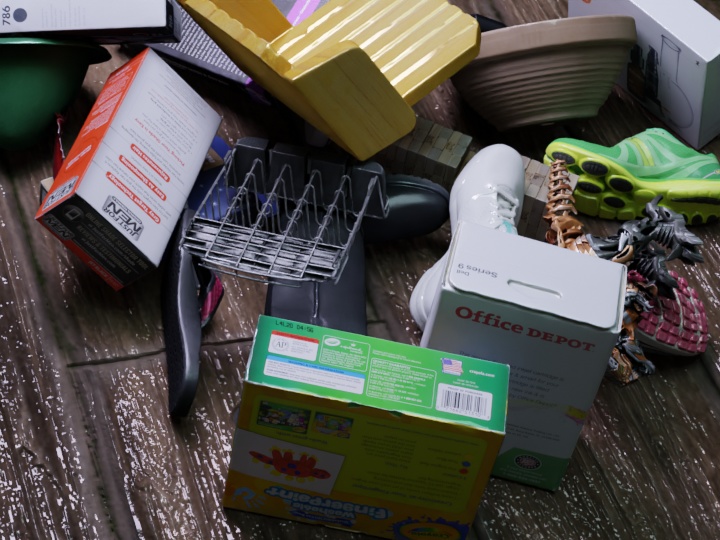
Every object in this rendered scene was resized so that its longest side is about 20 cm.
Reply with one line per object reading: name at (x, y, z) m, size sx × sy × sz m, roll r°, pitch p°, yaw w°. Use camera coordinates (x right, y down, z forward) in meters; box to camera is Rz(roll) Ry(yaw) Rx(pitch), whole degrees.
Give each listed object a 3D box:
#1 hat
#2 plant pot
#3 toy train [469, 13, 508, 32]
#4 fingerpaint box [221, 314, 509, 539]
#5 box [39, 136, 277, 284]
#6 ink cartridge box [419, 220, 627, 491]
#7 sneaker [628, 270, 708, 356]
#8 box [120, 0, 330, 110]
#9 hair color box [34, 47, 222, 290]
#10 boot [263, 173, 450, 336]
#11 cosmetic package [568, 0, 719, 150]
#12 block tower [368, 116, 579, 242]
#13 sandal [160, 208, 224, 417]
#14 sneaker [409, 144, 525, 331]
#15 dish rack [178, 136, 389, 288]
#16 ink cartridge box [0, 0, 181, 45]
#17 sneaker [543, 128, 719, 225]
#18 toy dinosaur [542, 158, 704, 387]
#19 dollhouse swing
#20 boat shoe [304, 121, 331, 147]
hat at (-0.311, -0.117, 1.623) m, size 0.165 × 0.200 × 0.177 m, roll -4°, pitch 89°, yaw 8°
plant pot at (0.180, -0.190, 1.745) m, size 0.200 × 0.201 × 0.093 m, roll -8°, pitch 89°, yaw -21°
toy train at (0.070, -0.261, 1.791) m, size 0.199 × 0.046 × 0.034 m, roll 13°, pitch 83°, yaw -29°
fingerpaint box at (0.002, 0.130, 1.372) m, size 0.199 × 0.167 × 0.074 m, roll 11°, pitch 47°, yaw -2°
box at (-0.179, -0.069, 1.616) m, size 0.200 × 0.032 × 0.121 m, roll -24°, pitch 56°, yaw -32°
ink cartridge box at (0.121, 0.072, 1.433) m, size 0.145 × 0.200 × 0.088 m, roll 14°, pitch 45°, yaw 1°
sneaker at (0.225, 0.035, 1.589) m, size 0.199 × 0.075 × 0.081 m, roll 15°, pitch 58°, yaw -17°
box at (-0.131, -0.255, 1.743) m, size 0.199 × 0.036 × 0.143 m, roll 24°, pitch 73°, yaw 21°
hair color box at (-0.199, -0.091, 1.535) m, size 0.102 × 0.061 × 0.200 m, roll 44°, pitch 40°, yaw -24°
boot at (-0.001, 0.000, 1.565) m, size 0.164 × 0.066 × 0.200 m, roll 2°, pitch 42°, yaw 1°
cosmetic package at (0.297, -0.237, 1.805) m, size 0.052 × 0.151 × 0.200 m, roll -36°, pitch 61°, yaw -17°
block tower at (0.105, -0.091, 1.689) m, size 0.199 × 0.058 × 0.054 m, roll 20°, pitch 46°, yaw 9°
sandal at (-0.141, 0.037, 1.499) m, size 0.045 × 0.075 × 0.201 m, roll 6°, pitch 53°, yaw -17°
sneaker at (0.118, -0.031, 1.574) m, size 0.075 × 0.088 × 0.201 m, roll 33°, pitch 63°, yaw -21°
dish rack at (-0.066, -0.042, 1.506) m, size 0.153 × 0.055 × 0.200 m, roll 11°, pitch 37°, yaw 9°
ink cartridge box at (-0.268, -0.228, 1.600) m, size 0.199 × 0.099 × 0.039 m, roll -1°, pitch 89°, yaw 3°
sneaker at (0.269, -0.097, 1.725) m, size 0.199 × 0.074 × 0.084 m, roll 11°, pitch 47°, yaw -16°
toy dinosaur at (0.213, -0.004, 1.507) m, size 0.135 × 0.102 × 0.201 m, roll -17°, pitch 92°, yaw -15°
dollhouse swing at (-0.021, -0.229, 1.578) m, size 0.176 × 0.182 × 0.200 m, roll -47°, pitch 48°, yaw -3°
boat shoe at (0.000, -0.190, 1.746) m, size 0.092 × 0.075 × 0.201 m, roll 14°, pitch 46°, yaw -9°
